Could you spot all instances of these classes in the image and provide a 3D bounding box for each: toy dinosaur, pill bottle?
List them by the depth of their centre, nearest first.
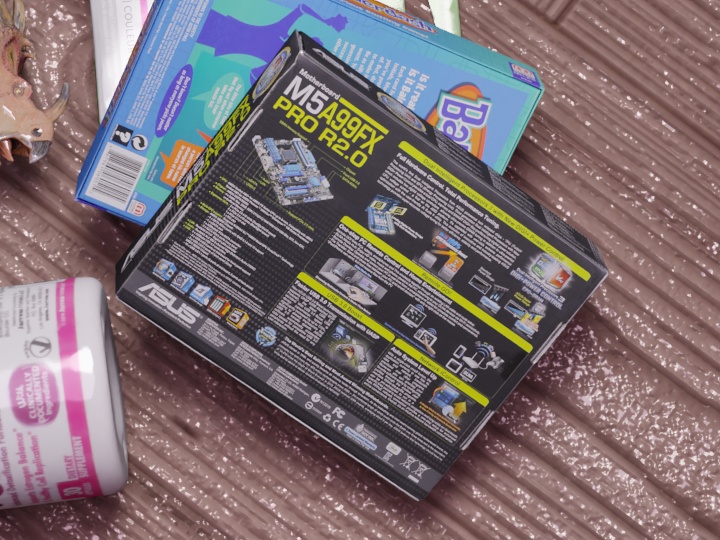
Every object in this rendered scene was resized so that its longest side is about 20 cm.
[{"bbox_3d":[-0.224,0.071,1.362,0.199,0.113,0.114,-8,80,-2],"label":"pill bottle"},{"bbox_3d":[-0.236,-0.148,1.401,0.135,0.086,0.200,-14,100,-5],"label":"toy dinosaur"}]

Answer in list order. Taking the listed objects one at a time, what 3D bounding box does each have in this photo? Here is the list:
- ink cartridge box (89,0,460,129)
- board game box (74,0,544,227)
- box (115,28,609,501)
[{"bbox_3d":[-0.044,-0.129,1.428,0.199,0.059,0.104,-5,79,-2],"label":"ink cartridge box"},{"bbox_3d":[-0.027,-0.071,1.373,0.200,0.045,0.152,23,106,-11],"label":"board game box"},{"bbox_3d":[0.000,0.000,1.353,0.200,0.044,0.160,34,103,-15],"label":"box"}]
